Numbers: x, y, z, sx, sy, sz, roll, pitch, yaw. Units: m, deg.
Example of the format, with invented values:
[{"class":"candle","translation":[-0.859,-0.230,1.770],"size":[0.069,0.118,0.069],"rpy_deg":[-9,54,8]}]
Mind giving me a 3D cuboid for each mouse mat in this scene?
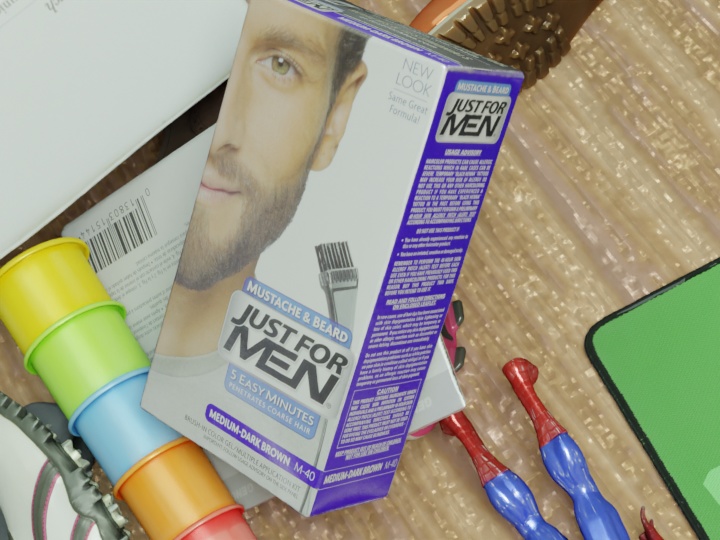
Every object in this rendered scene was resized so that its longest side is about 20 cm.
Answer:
[{"class":"mouse mat","translation":[0.226,0.045,0.760],"size":[0.200,0.008,0.161],"rpy_deg":[-27,57,-1]}]

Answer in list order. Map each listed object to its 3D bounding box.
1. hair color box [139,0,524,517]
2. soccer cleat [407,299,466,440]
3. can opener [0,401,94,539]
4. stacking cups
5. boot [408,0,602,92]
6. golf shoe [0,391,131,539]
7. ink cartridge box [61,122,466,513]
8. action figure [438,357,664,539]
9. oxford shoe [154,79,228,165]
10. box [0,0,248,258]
[{"class":"hair color box","translation":[-0.017,-0.009,0.692],"size":[0.109,0.065,0.200],"rpy_deg":[27,107,33]},{"class":"soccer cleat","translation":[0.000,0.000,0.825],"size":[0.086,0.070,0.200],"rpy_deg":[-22,57,30]},{"class":"can opener","translation":[-0.184,0.159,0.785],"size":[0.066,0.053,0.200],"rpy_deg":[8,63,21]},{"class":"stacking cups","translation":[-0.111,0.080,0.771],"size":[0.060,0.061,0.200],"rpy_deg":[-32,72,-3]},{"class":"boot","translation":[0.079,-0.168,0.892],"size":[0.200,0.075,0.107],"rpy_deg":[-40,55,-19]},{"class":"golf shoe","translation":[-0.136,0.146,0.734],"size":[0.088,0.077,0.200],"rpy_deg":[-32,75,-12]},{"class":"ink cartridge box","translation":[-0.043,0.017,0.779],"size":[0.200,0.045,0.176],"rpy_deg":[-29,77,35]},{"class":"action figure","translation":[0.107,0.135,0.718],"size":[0.065,0.052,0.200],"rpy_deg":[-32,62,3]},{"class":"oxford shoe","translation":[-0.069,-0.100,0.893],"size":[0.073,0.071,0.200],"rpy_deg":[11,65,27]},{"class":"box","translation":[-0.189,-0.129,0.837],"size":[0.200,0.171,0.199],"rpy_deg":[-41,18,-8]}]
